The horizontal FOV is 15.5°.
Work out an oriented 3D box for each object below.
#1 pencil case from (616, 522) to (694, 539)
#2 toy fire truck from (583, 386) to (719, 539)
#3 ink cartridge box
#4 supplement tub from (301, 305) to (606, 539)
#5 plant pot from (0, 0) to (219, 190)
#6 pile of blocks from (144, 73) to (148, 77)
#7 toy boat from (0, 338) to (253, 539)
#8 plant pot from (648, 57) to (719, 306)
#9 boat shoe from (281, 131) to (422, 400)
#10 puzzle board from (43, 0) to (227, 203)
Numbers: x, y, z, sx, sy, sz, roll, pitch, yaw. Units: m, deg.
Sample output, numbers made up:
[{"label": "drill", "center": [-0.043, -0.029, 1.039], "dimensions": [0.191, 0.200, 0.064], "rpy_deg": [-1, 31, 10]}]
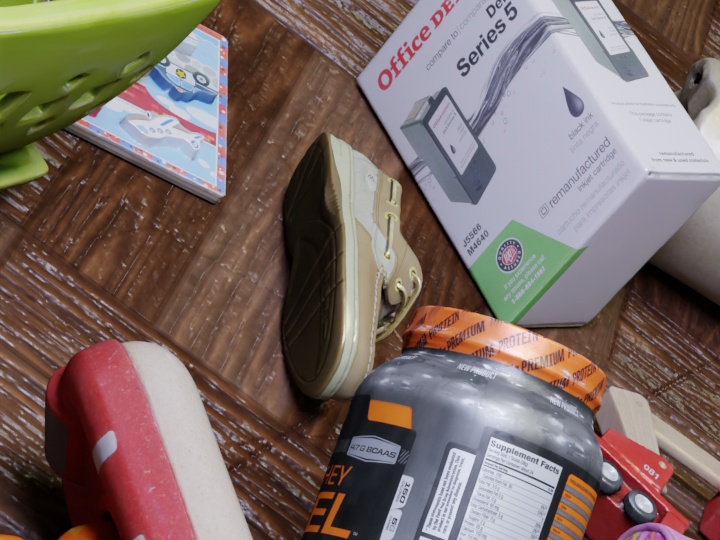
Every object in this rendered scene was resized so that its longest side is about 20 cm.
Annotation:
[{"label": "pencil case", "center": [0.213, 0.206, 1.425], "dimensions": [0.199, 0.087, 0.088], "rpy_deg": [25, 36, -22]}, {"label": "toy fire truck", "center": [0.151, 0.108, 1.502], "dimensions": [0.200, 0.049, 0.141], "rpy_deg": [43, 32, 3]}, {"label": "ink cartridge box", "center": [0.104, -0.087, 1.591], "dimensions": [0.084, 0.146, 0.200], "rpy_deg": [-1, 52, -45]}, {"label": "supplement tub", "center": [0.036, 0.126, 1.207], "dimensions": [0.122, 0.122, 0.201], "rpy_deg": [26, 77, -23]}, {"label": "plant pot", "center": [-0.221, -0.135, 1.273], "dimensions": [0.199, 0.182, 0.200], "rpy_deg": [52, 33, 15]}, {"label": "pile of blocks", "center": [-0.166, -0.202, 1.492], "dimensions": [0.200, 0.062, 0.082], "rpy_deg": [47, 32, 8]}, {"label": "toy boat", "center": [-0.118, 0.134, 1.150], "dimensions": [0.130, 0.131, 0.200], "rpy_deg": [-12, 54, -16]}, {"label": "plant pot", "center": [0.273, -0.041, 1.695], "dimensions": [0.183, 0.201, 0.201], "rpy_deg": [24, 35, -7]}, {"label": "boat shoe", "center": [0.000, 0.000, 1.446], "dimensions": [0.066, 0.074, 0.200], "rpy_deg": [22, 37, -19]}, {"label": "puzzle board", "center": [-0.159, -0.131, 1.486], "dimensions": [0.200, 0.017, 0.151], "rpy_deg": [27, 36, -23]}]
